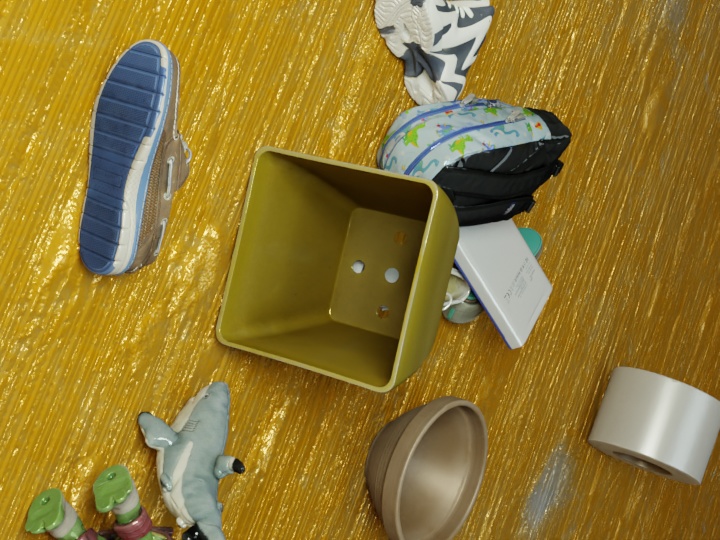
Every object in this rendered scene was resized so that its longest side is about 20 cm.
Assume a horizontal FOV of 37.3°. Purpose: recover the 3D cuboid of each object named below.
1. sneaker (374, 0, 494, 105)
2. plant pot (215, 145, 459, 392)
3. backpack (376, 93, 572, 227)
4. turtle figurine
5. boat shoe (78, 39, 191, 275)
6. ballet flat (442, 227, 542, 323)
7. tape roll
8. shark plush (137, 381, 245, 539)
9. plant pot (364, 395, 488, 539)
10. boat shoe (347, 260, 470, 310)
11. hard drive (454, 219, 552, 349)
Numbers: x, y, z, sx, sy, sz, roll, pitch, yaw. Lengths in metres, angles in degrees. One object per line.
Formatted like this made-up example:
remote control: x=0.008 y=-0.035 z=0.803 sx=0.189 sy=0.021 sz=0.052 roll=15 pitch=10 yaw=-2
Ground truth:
sneaker: x=0.090 y=-0.290 z=1.192 sx=0.130 sy=0.079 sz=0.199 roll=-58 pitch=141 yaw=-24
plant pot: x=0.000 y=0.000 z=1.091 sx=0.176 sy=0.199 sz=0.201 roll=8 pitch=96 yaw=-64
backpack: x=0.116 y=-0.119 z=1.216 sx=0.200 sy=0.154 sz=0.163 roll=-29 pitch=160 yaw=-43
turtle figurine: x=-0.208 y=0.283 z=0.937 sx=0.200 sy=0.143 sz=0.194 roll=-56 pitch=134 yaw=-40
boat shoe: x=-0.187 y=-0.095 z=0.910 sx=0.072 sy=0.072 sz=0.201 roll=-3 pitch=114 yaw=-57
ballet flat: x=0.173 y=0.006 z=1.432 sx=0.200 sy=0.067 sz=0.064 roll=-36 pitch=157 yaw=-40
tape roll: x=0.509 y=0.268 z=1.839 sx=0.203 sy=0.202 sz=0.140 roll=38 pitch=72 yaw=-51
shark plush: x=-0.145 y=0.183 z=0.972 sx=0.083 sy=0.200 sz=0.091 roll=-25 pitch=120 yaw=1
plant pot: x=0.070 y=0.248 z=1.341 sx=0.201 sy=0.092 sz=0.202 roll=-24 pitch=121 yaw=-48
boat shoe: x=0.071 y=0.019 z=1.266 sx=0.202 sy=0.086 sz=0.075 roll=10 pitch=94 yaw=-54
hard drive: x=0.169 y=-0.018 z=1.352 sx=0.200 sy=0.025 sz=0.132 roll=56 pitch=42 yaw=-18
